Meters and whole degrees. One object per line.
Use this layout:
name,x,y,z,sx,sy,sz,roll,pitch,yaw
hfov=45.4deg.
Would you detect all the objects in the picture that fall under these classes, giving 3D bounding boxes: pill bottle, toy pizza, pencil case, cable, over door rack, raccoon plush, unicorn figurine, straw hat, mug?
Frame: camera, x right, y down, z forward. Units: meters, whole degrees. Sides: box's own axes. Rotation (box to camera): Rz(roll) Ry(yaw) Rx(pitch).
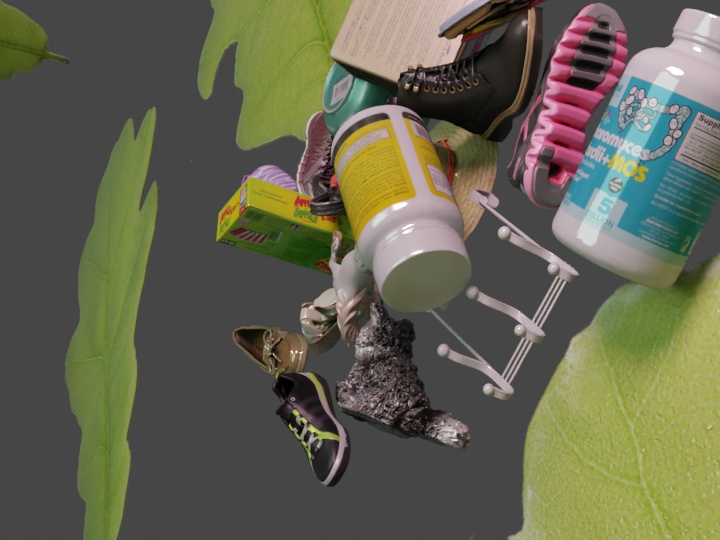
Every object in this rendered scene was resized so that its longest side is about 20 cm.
pill bottle,0.042,-0.065,0.894,0.115,0.113,0.202,-51,41,37
toy pizza,0.170,-0.281,0.880,0.199,0.199,0.032,-18,103,58
pencil case,-0.134,-0.114,1.421,0.085,0.084,0.200,-66,29,12
cable,-0.032,-0.108,1.114,0.096,0.200,0.051,7,102,20
pill bottle,0.241,-0.096,0.682,0.203,0.109,0.111,-67,28,14
over door rack,0.124,0.017,0.888,0.149,0.066,0.200,-64,29,18
raccoon plush,0.063,0.118,0.971,0.198,0.097,0.136,13,72,34
unicorn figurine,0.000,0.000,1.043,0.201,0.072,0.139,102,170,-55
straw hat,0.071,-0.117,1.037,0.201,0.084,0.204,-39,43,48
mug,0.024,-0.249,1.163,0.187,0.113,0.153,-62,30,23

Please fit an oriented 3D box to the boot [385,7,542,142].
boot,0.103,-0.201,0.888,0.201,0.136,0.079,105,174,-65

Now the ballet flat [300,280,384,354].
ballet flat,-0.043,0.058,1.177,0.200,0.066,0.069,-40,42,48

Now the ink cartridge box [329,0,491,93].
ink cartridge box,0.078,-0.313,1.036,0.163,0.075,0.202,26,93,23

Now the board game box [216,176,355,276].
board game box,-0.084,-0.055,1.170,0.101,0.197,0.048,-38,44,48

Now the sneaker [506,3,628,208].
sneaker,0.196,-0.165,0.856,0.095,0.078,0.203,-143,72,-73

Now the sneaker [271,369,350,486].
sneaker,-0.076,0.207,1.145,0.072,0.082,0.201,-62,30,21

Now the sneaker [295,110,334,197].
sneaker,-0.039,-0.183,1.292,0.115,0.075,0.203,-37,44,45

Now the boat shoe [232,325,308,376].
boat shoe,-0.140,0.124,1.329,0.199,0.062,0.075,4,79,62
